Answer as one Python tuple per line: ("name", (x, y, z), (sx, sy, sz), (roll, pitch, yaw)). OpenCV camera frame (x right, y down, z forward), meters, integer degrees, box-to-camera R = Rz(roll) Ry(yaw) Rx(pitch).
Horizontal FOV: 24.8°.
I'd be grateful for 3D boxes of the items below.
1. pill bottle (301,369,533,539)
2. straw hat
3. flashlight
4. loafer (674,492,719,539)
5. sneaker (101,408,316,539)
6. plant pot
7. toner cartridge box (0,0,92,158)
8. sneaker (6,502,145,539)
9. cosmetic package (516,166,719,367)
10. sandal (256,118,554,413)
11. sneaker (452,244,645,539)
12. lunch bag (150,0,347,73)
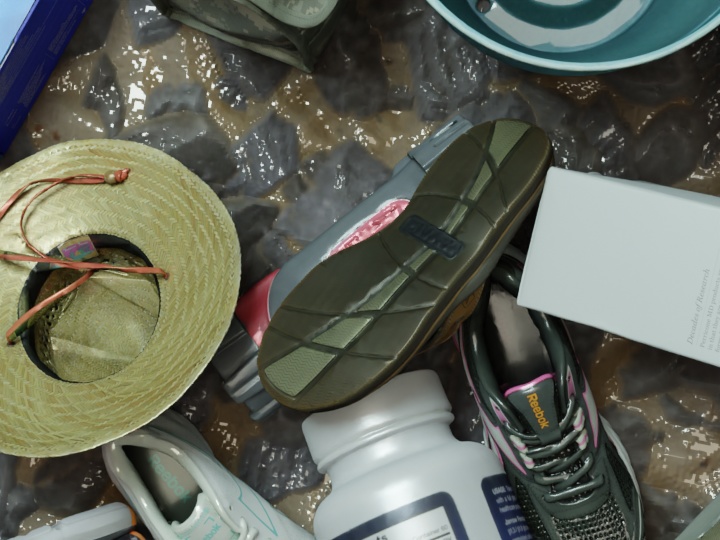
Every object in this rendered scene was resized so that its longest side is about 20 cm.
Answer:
("pill bottle", (0.040, 0.161, 0.887), (0.111, 0.111, 0.200), (-22, 76, 2))
("straw hat", (-0.144, 0.029, 0.915), (0.201, 0.085, 0.201), (-7, 58, 12))
("flashlight", (0.000, 0.000, 0.922), (0.200, 0.068, 0.068), (-37, 104, 1))
("loafer", (0.190, 0.188, 0.897), (0.075, 0.070, 0.200), (39, 90, -22))
("sneaker", (-0.072, 0.156, 0.916), (0.200, 0.080, 0.070), (41, 89, 1))
("plant pot", (0.111, -0.192, 0.860), (0.200, 0.188, 0.200), (0, 89, 3))
("toner cartridge box", (-0.181, -0.163, 0.920), (0.043, 0.095, 0.200), (30, 90, 4))
("sneaker", (-0.188, 0.203, 0.860), (0.200, 0.078, 0.112), (-17, 79, -29))
("cosmetic package", (0.195, 0.006, 0.839), (0.200, 0.113, 0.081), (16, 97, 37))
("sandal", (0.031, 0.003, 0.873), (0.082, 0.055, 0.200), (33, 77, 37))
("sneaker", (0.096, 0.081, 0.905), (0.080, 0.086, 0.200), (-27, 88, 4))
("lunch bag", (-0.044, -0.208, 0.862), (0.117, 0.200, 0.164), (21, 89, 3))
